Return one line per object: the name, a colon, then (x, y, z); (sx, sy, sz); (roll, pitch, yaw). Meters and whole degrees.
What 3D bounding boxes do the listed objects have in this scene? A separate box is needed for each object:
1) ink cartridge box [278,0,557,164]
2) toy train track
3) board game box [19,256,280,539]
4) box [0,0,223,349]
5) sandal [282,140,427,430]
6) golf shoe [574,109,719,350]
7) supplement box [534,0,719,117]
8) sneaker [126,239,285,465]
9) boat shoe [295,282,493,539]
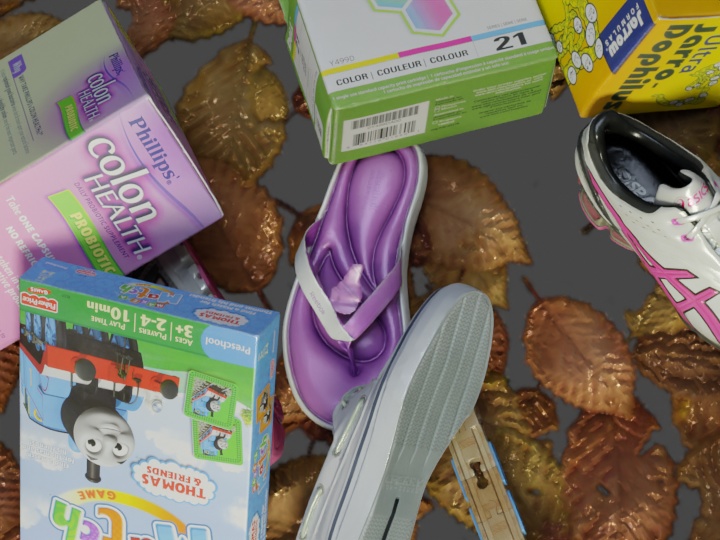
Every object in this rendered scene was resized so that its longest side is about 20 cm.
ink cartridge box: (0.021, -0.184, 1.260); (0.148, 0.076, 0.200); (-14, 67, -9)
toy train track: (0.089, 0.162, 1.166); (0.115, 0.033, 0.200); (-26, 62, 10)
board game box: (-0.127, 0.103, 1.161); (0.151, 0.037, 0.200); (12, 118, 16)
box: (-0.207, -0.053, 1.224); (0.200, 0.097, 0.176); (-32, 30, 0)
sandal: (-0.007, 0.000, 1.231); (0.082, 0.050, 0.203); (3, 72, 13)
golf shoe: (0.201, -0.016, 1.171); (0.073, 0.092, 0.200); (-45, 69, -7)
supplement box: (0.169, -0.209, 1.216); (0.109, 0.109, 0.200); (-7, 65, -26)
sneaker: (-0.117, 0.052, 1.226); (0.087, 0.074, 0.200); (-31, 62, -1)
boat shoe: (0.011, 0.095, 1.170); (0.067, 0.074, 0.200); (21, 84, 40)
